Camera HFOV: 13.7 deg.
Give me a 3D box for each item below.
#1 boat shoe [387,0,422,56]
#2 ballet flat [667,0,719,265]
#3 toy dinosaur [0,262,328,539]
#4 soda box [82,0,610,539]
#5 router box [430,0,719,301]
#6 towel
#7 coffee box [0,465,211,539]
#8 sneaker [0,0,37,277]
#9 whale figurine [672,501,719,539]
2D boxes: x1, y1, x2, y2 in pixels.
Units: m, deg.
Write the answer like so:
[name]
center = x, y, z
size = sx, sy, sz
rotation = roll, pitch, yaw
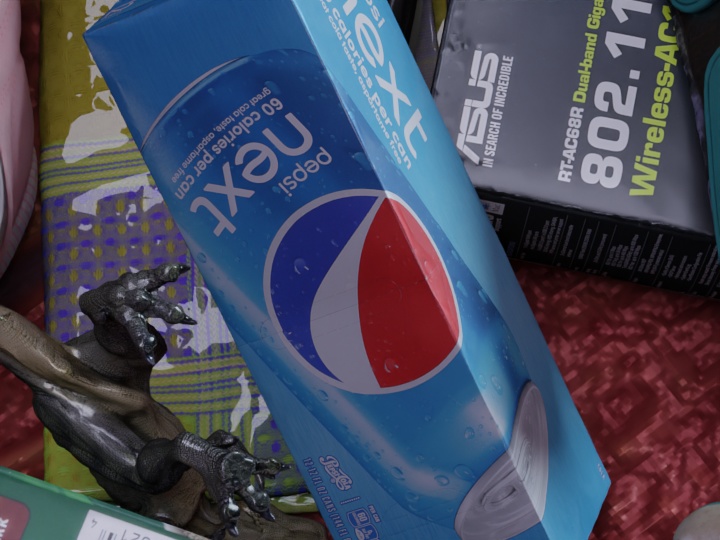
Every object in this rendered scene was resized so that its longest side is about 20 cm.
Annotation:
[boat shoe]
center = -0.010, -0.120, 0.931
size = 0.074, 0.063, 0.202
rotation = 4, 80, 10
[ballet flat]
center = 0.125, -0.075, 0.871
size = 0.072, 0.072, 0.201
rotation = -9, 73, 4
[toy dinosaur]
center = -0.068, 0.035, 0.854
size = 0.088, 0.200, 0.047
rotation = -2, 47, 52
[soda box]
center = 0.000, 0.000, 0.858
size = 0.064, 0.068, 0.200
rotation = -20, 106, 22
[router box]
center = 0.105, -0.094, 0.935
size = 0.150, 0.062, 0.200
rotation = 11, 73, 2
[towel]
center = -0.035, -0.020, 0.960
size = 0.143, 0.023, 0.200
rotation = -3, 70, 5
[coffee box]
center = -0.107, 0.087, 0.878
size = 0.200, 0.123, 0.044
rotation = 17, 75, 14
[sneaker]
center = -0.142, -0.077, 0.944
size = 0.075, 0.105, 0.201
rotation = -2, 75, -5
[whale figurine]
center = 0.152, 0.124, 0.839
size = 0.159, 0.104, 0.200
rotation = 45, 121, 19
